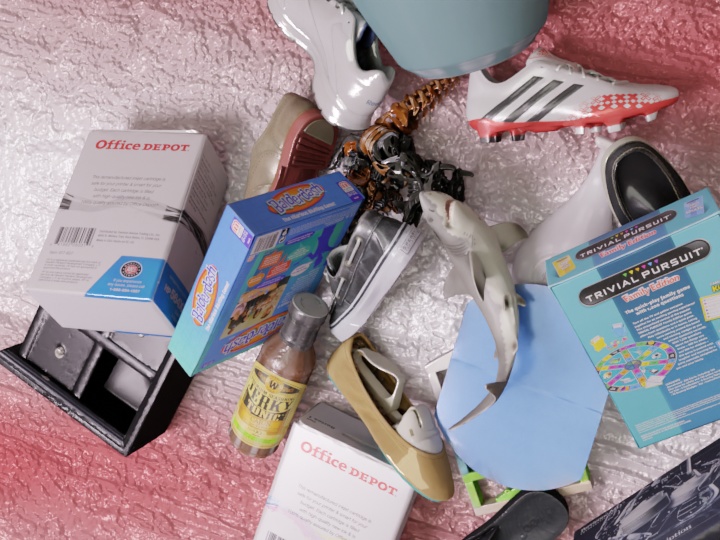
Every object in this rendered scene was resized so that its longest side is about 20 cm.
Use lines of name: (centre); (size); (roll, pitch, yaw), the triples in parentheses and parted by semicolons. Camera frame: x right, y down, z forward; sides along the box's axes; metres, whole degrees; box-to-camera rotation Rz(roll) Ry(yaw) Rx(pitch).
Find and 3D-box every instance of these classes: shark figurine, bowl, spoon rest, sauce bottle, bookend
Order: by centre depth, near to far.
bowl: (0.093, -0.245, 0.850); (0.198, 0.201, 0.106); (-12, 114, 19)
shark figurine: (0.109, 0.033, 0.894); (0.089, 0.127, 0.217); (-21, 78, 45)
spoon rest: (0.214, -0.038, 0.908); (0.099, 0.061, 0.202); (26, 119, 13)
sauce bottle: (-0.086, 0.111, 0.994); (0.064, 0.065, 0.202); (29, 122, 11)
bookend: (-0.277, 0.064, 1.055); (0.198, 0.092, 0.201); (33, 106, 10)

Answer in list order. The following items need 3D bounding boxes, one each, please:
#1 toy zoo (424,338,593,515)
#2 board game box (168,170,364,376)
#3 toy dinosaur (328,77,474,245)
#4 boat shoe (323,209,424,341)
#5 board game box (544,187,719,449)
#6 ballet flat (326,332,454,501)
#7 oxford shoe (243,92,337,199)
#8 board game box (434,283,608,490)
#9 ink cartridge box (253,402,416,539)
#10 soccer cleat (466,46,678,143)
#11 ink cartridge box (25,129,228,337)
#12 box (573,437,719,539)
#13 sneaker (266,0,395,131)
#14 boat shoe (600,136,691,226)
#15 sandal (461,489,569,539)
toy zoo: (0.149, 0.144, 0.970); (0.130, 0.020, 0.202); (-18, 93, 19)
board game box: (-0.095, 0.003, 0.922); (0.045, 0.151, 0.201); (45, 130, 20)
toy dinosaur: (0.033, -0.106, 0.933); (0.136, 0.102, 0.201); (44, 131, 24)
boat shoe: (0.000, 0.000, 0.932); (0.071, 0.072, 0.200); (36, 143, 2)
board game box: (0.273, 0.048, 0.819); (0.150, 0.047, 0.201); (-25, 115, 19)
ballet flat: (0.035, 0.144, 0.953); (0.200, 0.068, 0.063); (47, 122, 27)
oxford shoe: (-0.090, -0.092, 0.996); (0.075, 0.070, 0.201); (47, 117, 38)
board game box: (0.166, 0.113, 0.930); (0.156, 0.039, 0.203); (18, 98, 19)
ink cartridge box: (-0.026, 0.267, 1.012); (0.143, 0.084, 0.202); (23, 105, 13)
soccer cleat: (0.195, -0.170, 0.881); (0.197, 0.069, 0.086); (-3, 99, 22)
ink cartridge box: (-0.237, -0.042, 0.977); (0.144, 0.085, 0.202); (4, 60, 17)
box: (0.297, 0.269, 0.858); (0.199, 0.182, 0.105); (-39, 86, 19)
sneaker: (-0.024, -0.239, 0.914); (0.087, 0.074, 0.201); (-39, 76, 45)
boat shoe: (0.282, -0.033, 0.839); (0.071, 0.068, 0.201); (-32, 110, 5)
sandal: (0.139, 0.303, 0.974); (0.075, 0.048, 0.201); (33, 114, -1)
